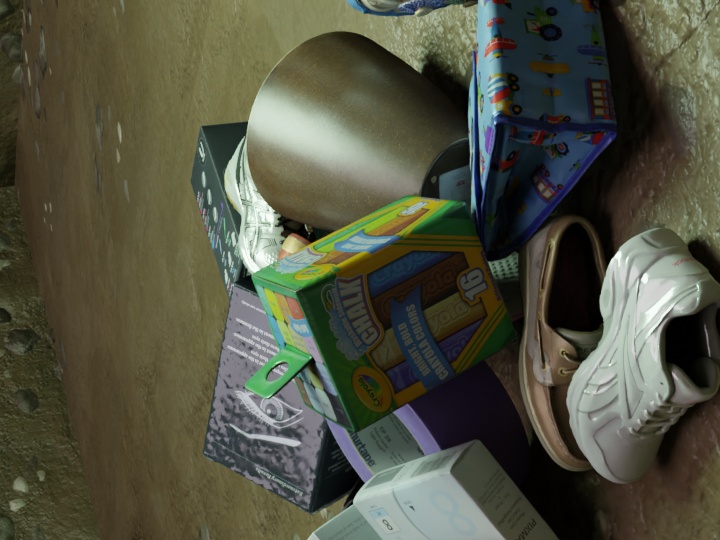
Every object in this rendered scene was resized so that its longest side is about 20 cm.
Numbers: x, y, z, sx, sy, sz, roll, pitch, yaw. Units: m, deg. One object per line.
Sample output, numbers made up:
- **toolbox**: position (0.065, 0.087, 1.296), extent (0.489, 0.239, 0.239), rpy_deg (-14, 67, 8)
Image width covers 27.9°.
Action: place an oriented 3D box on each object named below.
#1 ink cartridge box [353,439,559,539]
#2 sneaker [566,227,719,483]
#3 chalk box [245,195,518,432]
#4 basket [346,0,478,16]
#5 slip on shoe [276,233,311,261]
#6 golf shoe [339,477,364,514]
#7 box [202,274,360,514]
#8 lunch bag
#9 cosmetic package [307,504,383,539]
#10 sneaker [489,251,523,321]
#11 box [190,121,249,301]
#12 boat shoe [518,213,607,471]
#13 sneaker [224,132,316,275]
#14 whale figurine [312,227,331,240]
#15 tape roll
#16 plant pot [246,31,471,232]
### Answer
- **ink cartridge box**: position (0.102, 0.243, 1.211), extent (0.200, 0.047, 0.160), rpy_deg (53, 145, -5)
- **sneaker**: position (0.205, 0.078, 1.019), extent (0.099, 0.077, 0.201), rpy_deg (-132, 39, -50)
- **chalk box**: position (-0.002, 0.038, 1.144), extent (0.125, 0.199, 0.125), rpy_deg (15, 129, 67)
- **basket**: position (0.036, -0.281, 1.195), extent (0.199, 0.175, 0.140), rpy_deg (22, 121, 54)
- **slip on shoe**: position (0.000, 0.000, 1.373), extent (0.074, 0.199, 0.062), rpy_deg (23, 102, 46)
- **golf shoe**: position (0.003, 0.271, 1.467), extent (0.072, 0.092, 0.202), rpy_deg (4, 73, 49)
- **box**: position (-0.061, 0.116, 1.461), extent (0.147, 0.104, 0.202), rpy_deg (25, 114, 27)
- **lunch bag**: position (0.121, -0.112, 1.128), extent (0.200, 0.093, 0.152), rpy_deg (106, 165, -57)
- **cosmetic package**: position (-0.024, 0.295, 1.343), extent (0.081, 0.113, 0.200), rpy_deg (48, 133, 16)
- **sneaker**: position (0.098, 0.034, 1.294), extent (0.200, 0.075, 0.105), rpy_deg (20, 134, 56)
- **box**: position (-0.117, -0.073, 1.729), extent (0.106, 0.121, 0.201), rpy_deg (109, 146, -50)
- **boat shoe**: position (0.163, 0.054, 1.119), extent (0.066, 0.073, 0.202), rpy_deg (155, 107, -73)
- **sneaker**: position (-0.083, -0.063, 1.434), extent (0.201, 0.075, 0.088), rpy_deg (64, 143, 33)
- **whale figurine**: position (-0.032, -0.053, 1.543), extent (0.200, 0.103, 0.161), rpy_deg (148, 112, -69)
- **tape roll**: position (0.054, 0.138, 1.309), extent (0.200, 0.085, 0.201), rpy_deg (42, 152, 28)
- **plant pot**: position (0.028, -0.101, 1.311), extent (0.200, 0.186, 0.188), rpy_deg (30, 125, 46)
